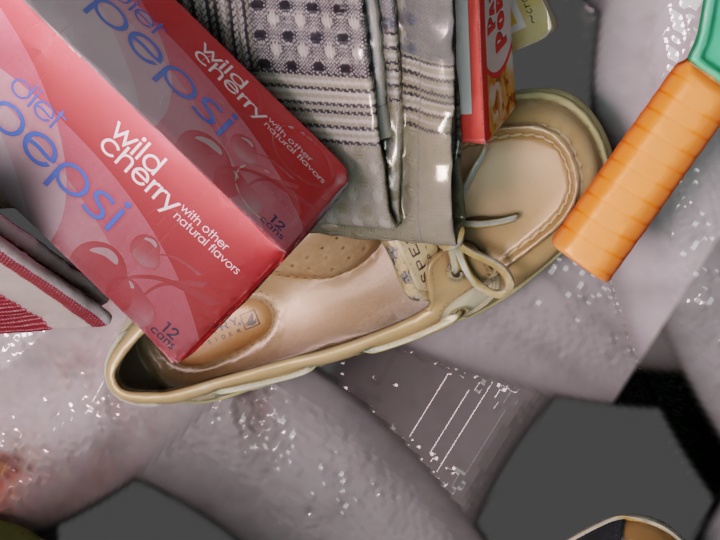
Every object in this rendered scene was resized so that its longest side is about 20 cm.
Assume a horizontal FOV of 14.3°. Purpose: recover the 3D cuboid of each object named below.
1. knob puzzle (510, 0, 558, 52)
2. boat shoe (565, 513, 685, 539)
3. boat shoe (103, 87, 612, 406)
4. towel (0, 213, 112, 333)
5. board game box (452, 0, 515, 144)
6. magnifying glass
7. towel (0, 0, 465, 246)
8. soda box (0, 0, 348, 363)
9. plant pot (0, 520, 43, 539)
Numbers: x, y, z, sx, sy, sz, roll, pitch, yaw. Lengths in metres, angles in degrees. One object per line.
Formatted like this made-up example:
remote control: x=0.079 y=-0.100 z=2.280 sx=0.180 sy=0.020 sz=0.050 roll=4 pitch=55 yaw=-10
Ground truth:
knob puzzle: x=-0.055 y=-0.127 z=1.035 sx=0.218 sy=0.030 sz=0.221 roll=3 pitch=103 yaw=13
boat shoe: x=0.042 y=0.163 z=1.060 sx=0.200 sy=0.062 sz=0.075 roll=-38 pitch=93 yaw=20
boat shoe: x=0.000 y=0.000 z=1.032 sx=0.199 sy=0.063 sz=0.074 roll=-30 pitch=93 yaw=17
towel: x=-0.198 y=-0.003 z=0.952 sx=0.199 sy=0.144 sz=0.023 roll=-3 pitch=75 yaw=15
board game box: x=-0.027 y=-0.147 z=0.973 sx=0.151 sy=0.046 sz=0.201 roll=3 pitch=112 yaw=17
magnifying glass: x=0.133 y=-0.084 z=0.987 sx=0.079 sy=0.022 sz=0.200 roll=35 pitch=100 yaw=-1
towel: x=-0.060 y=-0.101 z=0.957 sx=0.199 sy=0.035 sz=0.194 roll=4 pitch=112 yaw=17
soda box: x=-0.101 y=-0.069 z=0.933 sx=0.200 sy=0.070 sz=0.063 roll=43 pitch=122 yaw=-3
plant pot: x=-0.156 y=0.174 z=1.032 sx=0.199 sy=0.190 sz=0.201 roll=0 pitch=102 yaw=0
